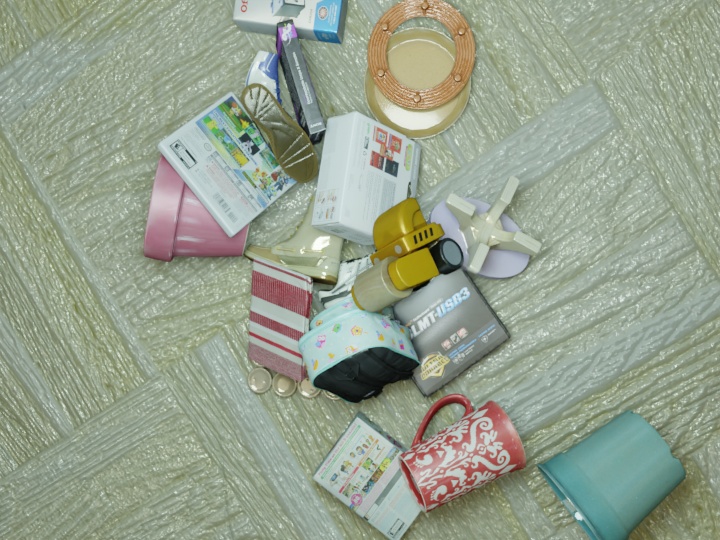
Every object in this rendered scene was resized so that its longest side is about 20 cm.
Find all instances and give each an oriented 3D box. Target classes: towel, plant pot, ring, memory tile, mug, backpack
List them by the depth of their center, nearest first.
[{"bbox_3d":[-0.010,0.136,1.478,0.174,0.199,0.155,-29,68,20],"label":"backpack"},{"bbox_3d":[0.448,0.363,1.488,0.195,0.200,0.201,-38,88,-1],"label":"plant pot"},{"bbox_3d":[0.170,0.330,1.526,0.198,0.177,0.135,-25,113,-13],"label":"mug"},{"bbox_3d":[0.110,-0.396,1.541,0.197,0.019,0.204,0,92,5],"label":"ring"},{"bbox_3d":[-0.149,0.089,1.547,0.143,0.023,0.203,18,112,35],"label":"towel"},{"bbox_3d":[-0.291,-0.105,1.548,0.176,0.200,0.203,11,94,-11],"label":"plant pot"},{"bbox_3d":[0.105,-0.344,1.567,0.197,0.027,0.204,0,92,5],"label":"plant pot"},{"bbox_3d":[-0.117,0.167,1.619,0.197,0.017,0.156,4,93,5],"label":"memory tile"}]

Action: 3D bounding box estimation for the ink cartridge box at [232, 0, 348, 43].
[{"bbox_3d":[-0.123,-0.510,1.555,0.197,0.086,0.149,8,93,4],"label":"ink cartridge box"}]

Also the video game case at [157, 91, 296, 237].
[{"bbox_3d":[-0.229,-0.189,1.495,0.201,0.022,0.182,51,58,-8],"label":"video game case"}]

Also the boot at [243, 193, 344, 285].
[{"bbox_3d":[-0.114,-0.067,1.580,0.197,0.073,0.158,12,80,27],"label":"boot"}]

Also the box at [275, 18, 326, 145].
[{"bbox_3d":[-0.110,-0.334,1.531,0.036,0.143,0.203,-16,91,-7],"label":"box"}]

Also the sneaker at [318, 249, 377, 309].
[{"bbox_3d":[0.000,0.000,1.570,0.088,0.076,0.200,41,93,7],"label":"sneaker"}]

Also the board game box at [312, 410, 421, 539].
[{"bbox_3d":[0.031,0.387,1.590,0.199,0.064,0.148,38,95,2],"label":"board game box"}]

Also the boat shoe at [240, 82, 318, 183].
[{"bbox_3d":[-0.141,-0.249,1.511,0.073,0.065,0.201,-31,111,3],"label":"boat shoe"}]

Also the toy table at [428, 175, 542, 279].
[{"bbox_3d":[0.225,-0.070,1.501,0.197,0.117,0.187,17,77,-6],"label":"toy table"}]

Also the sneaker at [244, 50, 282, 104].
[{"bbox_3d":[-0.164,-0.297,1.578,0.113,0.081,0.202,17,101,1],"label":"sneaker"}]

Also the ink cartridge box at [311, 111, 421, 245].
[{"bbox_3d":[0.014,-0.155,1.518,0.083,0.174,0.203,-3,74,48],"label":"ink cartridge box"}]

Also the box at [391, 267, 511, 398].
[{"bbox_3d":[0.144,0.098,1.573,0.199,0.050,0.200,-35,90,6],"label":"box"}]

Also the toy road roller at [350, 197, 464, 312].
[{"bbox_3d":[0.062,-0.031,1.419,0.122,0.199,0.148,-30,86,46],"label":"toy road roller"}]
